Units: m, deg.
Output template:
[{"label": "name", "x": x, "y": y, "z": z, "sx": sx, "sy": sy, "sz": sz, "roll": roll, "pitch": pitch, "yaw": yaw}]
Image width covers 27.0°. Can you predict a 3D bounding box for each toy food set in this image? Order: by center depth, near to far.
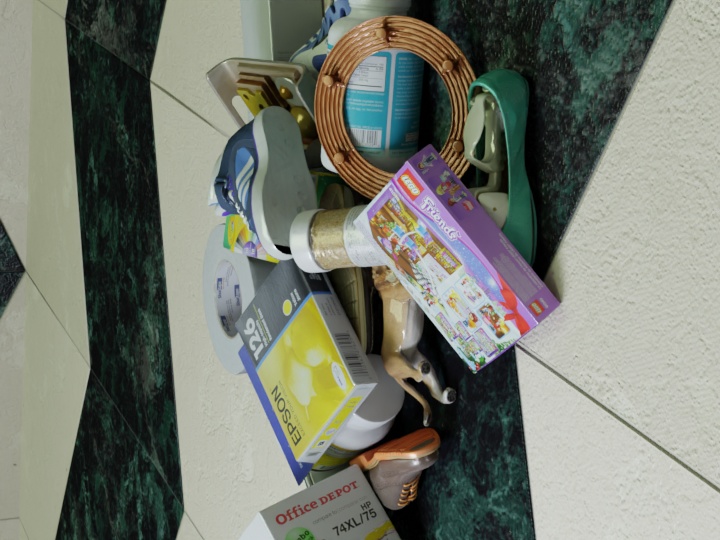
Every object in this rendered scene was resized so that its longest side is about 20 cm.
[{"label": "toy food set", "x": -0.095, "y": -0.180, "z": 1.812, "sx": 0.199, "sy": 0.061, "sz": 0.144, "roll": 15, "pitch": 146, "yaw": 49}]

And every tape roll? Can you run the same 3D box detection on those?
[{"label": "tape roll", "x": -0.148, "y": 0.035, "z": 2.003, "sx": 0.200, "sy": 0.065, "sz": 0.203, "roll": 174, "pitch": 90, "yaw": -66}]

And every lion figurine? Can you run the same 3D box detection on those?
[{"label": "lion figurine", "x": 0.050, "y": 0.059, "z": 1.644, "sx": 0.122, "sy": 0.072, "sz": 0.203, "roll": 13, "pitch": 97, "yaw": 51}]

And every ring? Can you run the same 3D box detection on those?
[{"label": "ring", "x": 0.036, "y": -0.167, "z": 1.584, "sx": 0.198, "sy": 0.019, "sz": 0.203, "roll": 6, "pitch": 104, "yaw": 26}]

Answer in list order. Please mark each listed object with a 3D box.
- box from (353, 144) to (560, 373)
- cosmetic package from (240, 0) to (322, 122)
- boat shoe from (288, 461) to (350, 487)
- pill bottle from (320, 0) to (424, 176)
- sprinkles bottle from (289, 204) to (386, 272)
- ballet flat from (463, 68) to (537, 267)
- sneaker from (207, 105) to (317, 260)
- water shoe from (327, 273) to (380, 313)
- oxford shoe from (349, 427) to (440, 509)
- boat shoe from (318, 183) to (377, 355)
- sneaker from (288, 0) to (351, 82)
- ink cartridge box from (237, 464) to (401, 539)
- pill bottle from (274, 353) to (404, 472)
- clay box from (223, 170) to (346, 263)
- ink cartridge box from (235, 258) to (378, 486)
[{"label": "box", "x": 0.091, "y": -0.009, "z": 1.476, "sx": 0.201, "sy": 0.039, "sz": 0.137, "roll": 51, "pitch": 147, "yaw": 4}, {"label": "cosmetic package", "x": -0.100, "y": -0.292, "z": 1.953, "sx": 0.113, "sy": 0.080, "sz": 0.203, "roll": 174, "pitch": 95, "yaw": -66}, {"label": "boat shoe", "x": -0.058, "y": 0.208, "z": 1.907, "sx": 0.062, "sy": 0.074, "sz": 0.202, "roll": 126, "pitch": 137, "yaw": -52}, {"label": "pill bottle", "x": 0.015, "y": -0.210, "z": 1.661, "sx": 0.111, "sy": 0.109, "sz": 0.203, "roll": -149, "pitch": 61, "yaw": -62}, {"label": "sprinkles bottle", "x": 0.020, "y": -0.038, "z": 1.600, "sx": 0.198, "sy": 0.068, "sz": 0.069, "roll": -5, "pitch": 87, "yaw": 34}, {"label": "ballet flat", "x": 0.129, "y": -0.095, "z": 1.462, "sx": 0.067, "sy": 0.070, "sz": 0.203, "roll": 1, "pitch": 94, "yaw": 59}, {"label": "sneaker", "x": -0.121, "y": -0.076, "z": 1.739, "sx": 0.146, "sy": 0.080, "sz": 0.202, "roll": -41, "pitch": 47, "yaw": 46}, {"label": "water shoe", "x": -0.029, "y": -0.020, "z": 1.826, "sx": 0.201, "sy": 0.071, "sz": 0.080, "roll": -120, "pitch": 32, "yaw": -49}, {"label": "oxford shoe", "x": 0.051, "y": 0.226, "z": 1.692, "sx": 0.074, "sy": 0.071, "sz": 0.200, "roll": 67, "pitch": 160, "yaw": 5}, {"label": "boat shoe", "x": 0.000, "y": 0.000, "z": 1.702, "sx": 0.073, "sy": 0.064, "sz": 0.203, "roll": -19, "pitch": 74, "yaw": 58}, {"label": "sneaker", "x": -0.026, "y": -0.227, "z": 1.788, "sx": 0.200, "sy": 0.080, "sz": 0.116, "roll": 126, "pitch": 138, "yaw": -52}, {"label": "ink cartridge box", "x": -0.033, "y": 0.359, "z": 1.713, "sx": 0.201, "sy": 0.146, "sz": 0.146, "roll": 58, "pitch": 147, "yaw": 16}, {"label": "pill bottle", "x": -0.022, "y": 0.165, "z": 1.778, "sx": 0.200, "sy": 0.110, "sz": 0.113, "roll": 140, "pitch": 124, "yaw": -60}, {"label": "clay box", "x": -0.096, "y": -0.068, "z": 1.817, "sx": 0.199, "sy": 0.047, "sz": 0.117, "roll": 14, "pitch": 97, "yaw": 54}, {"label": "ink cartridge box", "x": -0.077, "y": 0.110, "z": 1.712, "sx": 0.201, "sy": 0.047, "sz": 0.199, "roll": -52, "pitch": 52, "yaw": 35}]
